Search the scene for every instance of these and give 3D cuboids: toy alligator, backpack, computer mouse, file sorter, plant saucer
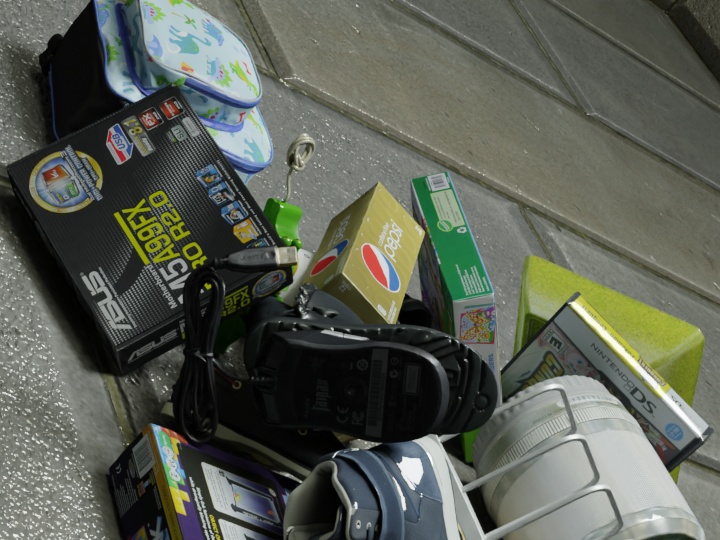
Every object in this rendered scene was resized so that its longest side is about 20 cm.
[{"bbox_3d":[-0.072,-0.012,1.508,0.059,0.202,0.054,13,17,-43],"label":"toy alligator"},{"bbox_3d":[-0.172,-0.154,1.671,0.199,0.147,0.184,31,27,-35],"label":"backpack"},{"bbox_3d":[-0.035,0.051,1.309,0.197,0.142,0.046,0,8,2],"label":"computer mouse"},{"bbox_3d":[0.151,0.215,1.455,0.139,0.124,0.201,62,4,-62],"label":"file sorter"},{"bbox_3d":[0.224,0.110,1.778,0.199,0.201,0.048,25,42,26],"label":"plant saucer"}]

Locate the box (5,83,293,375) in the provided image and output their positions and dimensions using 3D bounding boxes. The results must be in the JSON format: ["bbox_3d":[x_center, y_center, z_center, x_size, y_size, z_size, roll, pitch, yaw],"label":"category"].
[{"bbox_3d":[-0.169,-0.037,1.462,0.201,0.159,0.044,55,-17,27],"label":"box"}]

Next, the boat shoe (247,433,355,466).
[{"bbox_3d":[-0.044,0.113,1.524,0.066,0.073,0.200,22,21,35],"label":"boat shoe"}]

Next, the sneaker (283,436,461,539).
[{"bbox_3d":[0.020,0.220,1.280,0.146,0.077,0.204,1,67,-53],"label":"sneaker"}]

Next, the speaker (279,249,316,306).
[{"bbox_3d":[-0.115,-0.001,1.578,0.199,0.081,0.082,21,31,-45],"label":"speaker"}]

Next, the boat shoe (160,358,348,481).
[{"bbox_3d":[-0.052,0.125,1.391,0.200,0.064,0.074,26,-11,8],"label":"boat shoe"}]

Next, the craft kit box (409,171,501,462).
[{"bbox_3d":[0.093,0.043,1.746,0.201,0.048,0.199,-106,-176,-53],"label":"craft kit box"}]

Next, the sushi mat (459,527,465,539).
[{"bbox_3d":[0.097,0.276,1.531,0.095,0.012,0.201,26,28,-41],"label":"sushi mat"}]

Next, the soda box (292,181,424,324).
[{"bbox_3d":[0.000,0.000,1.592,0.068,0.064,0.200,47,23,-13],"label":"soda box"}]

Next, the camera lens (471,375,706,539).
[{"bbox_3d":[0.203,0.215,1.626,0.159,0.160,0.201,21,30,-43],"label":"camera lens"}]

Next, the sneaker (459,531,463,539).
[{"bbox_3d":[0.049,0.224,1.491,0.119,0.073,0.201,62,3,-15],"label":"sneaker"}]

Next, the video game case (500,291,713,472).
[{"bbox_3d":[0.217,0.141,1.751,0.181,0.200,0.025,46,48,7],"label":"video game case"}]

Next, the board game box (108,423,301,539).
[{"bbox_3d":[-0.081,0.217,1.275,0.165,0.057,0.201,29,25,-37],"label":"board game box"}]

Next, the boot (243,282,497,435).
[{"bbox_3d":[0.005,0.064,1.418,0.198,0.077,0.168,10,8,-1],"label":"boot"}]

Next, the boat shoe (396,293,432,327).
[{"bbox_3d":[0.019,0.049,1.696,0.061,0.074,0.200,14,6,14],"label":"boat shoe"}]
